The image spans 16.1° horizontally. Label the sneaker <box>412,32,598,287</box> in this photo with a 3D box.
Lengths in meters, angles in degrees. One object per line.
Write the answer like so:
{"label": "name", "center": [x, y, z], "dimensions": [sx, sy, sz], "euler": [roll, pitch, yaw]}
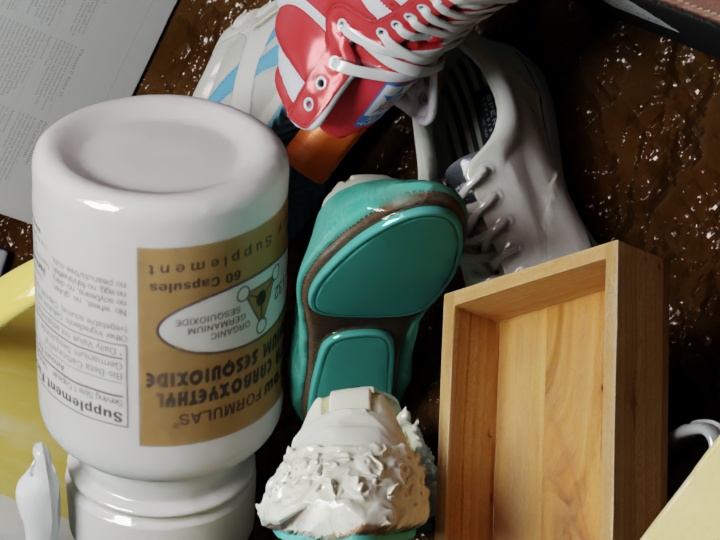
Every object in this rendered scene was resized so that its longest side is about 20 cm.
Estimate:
{"label": "sneaker", "center": [0.059, -0.018, 1.114], "dimensions": [0.073, 0.071, 0.201], "euler": [-35, 55, 29]}

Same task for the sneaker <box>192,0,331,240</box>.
{"label": "sneaker", "center": [-0.024, -0.105, 1.217], "dimensions": [0.200, 0.076, 0.081], "euler": [-50, 48, 16]}

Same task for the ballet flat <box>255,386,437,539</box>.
{"label": "ballet flat", "center": [-0.003, 0.080, 1.060], "dimensions": [0.071, 0.200, 0.072], "euler": [0, 85, 6]}

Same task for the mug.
{"label": "mug", "center": [-0.199, 0.053, 1.269], "dimensions": [0.149, 0.153, 0.187], "euler": [37, 101, 43]}

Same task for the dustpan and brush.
{"label": "dustpan and brush", "center": [-0.160, 0.164, 1.206], "dimensions": [0.140, 0.057, 0.201], "euler": [-107, 10, -54]}

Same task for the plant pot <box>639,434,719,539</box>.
{"label": "plant pot", "center": [0.211, 0.150, 0.846], "dimensions": [0.200, 0.195, 0.195], "euler": [45, 107, 34]}

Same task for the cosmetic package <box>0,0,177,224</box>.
{"label": "cosmetic package", "center": [-0.176, -0.132, 1.311], "dimensions": [0.052, 0.150, 0.201], "euler": [32, 98, 45]}

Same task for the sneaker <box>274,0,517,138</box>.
{"label": "sneaker", "center": [0.027, -0.106, 1.052], "dimensions": [0.200, 0.071, 0.113], "euler": [14, 104, 56]}

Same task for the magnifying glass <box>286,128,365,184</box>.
{"label": "magnifying glass", "center": [0.033, -0.124, 1.162], "dimensions": [0.200, 0.079, 0.022], "euler": [-53, 35, 12]}

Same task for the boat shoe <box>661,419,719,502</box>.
{"label": "boat shoe", "center": [0.091, 0.127, 1.042], "dimensions": [0.202, 0.065, 0.075], "euler": [-39, 53, 27]}

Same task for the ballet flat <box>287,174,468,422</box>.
{"label": "ballet flat", "center": [0.000, 0.000, 1.111], "dimensions": [0.200, 0.067, 0.071], "euler": [107, 158, -56]}

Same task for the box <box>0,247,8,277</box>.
{"label": "box", "center": [-0.312, 0.044, 1.342], "dimensions": [0.105, 0.199, 0.185], "euler": [13, 85, 45]}

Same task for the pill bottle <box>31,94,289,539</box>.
{"label": "pill bottle", "center": [-0.090, 0.032, 1.157], "dimensions": [0.114, 0.114, 0.201], "euler": [34, 133, 43]}

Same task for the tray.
{"label": "tray", "center": [0.075, 0.098, 1.002], "dimensions": [0.098, 0.037, 0.201], "euler": [-18, 62, 45]}

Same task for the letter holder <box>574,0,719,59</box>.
{"label": "letter holder", "center": [0.162, -0.164, 1.051], "dimensions": [0.200, 0.100, 0.143], "euler": [29, 94, 44]}
